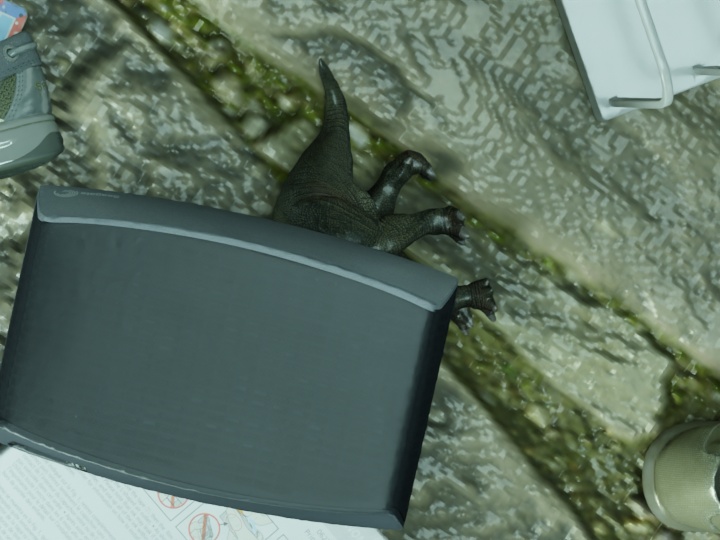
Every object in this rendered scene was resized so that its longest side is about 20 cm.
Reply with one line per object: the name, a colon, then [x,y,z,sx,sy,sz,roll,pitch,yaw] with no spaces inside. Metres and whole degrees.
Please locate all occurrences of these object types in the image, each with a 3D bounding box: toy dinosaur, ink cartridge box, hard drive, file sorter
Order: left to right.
ink cartridge box: [-0.112,0.137,1.082,0.200,0.050,0.161,-41,99,-6]
hard drive: [-0.064,0.041,1.029,0.200,0.042,0.135,13,93,-1]
toy dinosaur: [0.000,0.000,1.074,0.102,0.077,0.200,-18,99,-14]
file sorter: [0.196,-0.170,1.069,0.200,0.125,0.139,-21,97,-7]

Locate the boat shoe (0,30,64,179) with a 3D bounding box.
boat shoe: [-0.238,-0.058,1.021,0.201,0.074,0.065,-13,90,-11]

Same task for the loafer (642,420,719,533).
loafer: [0.243,0.106,1.123,0.199,0.068,0.076,-5,95,-9]

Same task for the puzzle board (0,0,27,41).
puzzle board: [-0.264,-0.061,1.058,0.150,0.017,0.200,23,90,-10]
